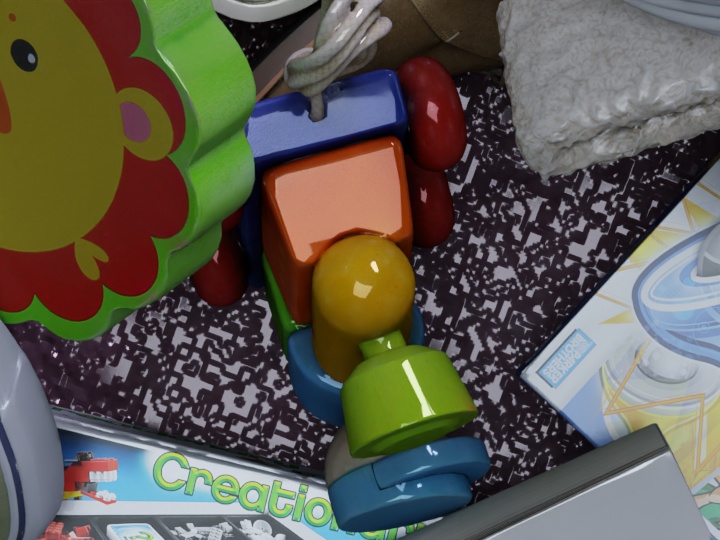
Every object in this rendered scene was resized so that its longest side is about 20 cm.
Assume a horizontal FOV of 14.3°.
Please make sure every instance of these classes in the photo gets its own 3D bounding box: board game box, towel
[{"bbox_3d":[-0.031,0.124,0.908,0.200,0.035,0.126,14,91,1],"label":"board game box"},{"bbox_3d":[0.165,0.005,0.903,0.135,0.034,0.200,42,90,1],"label":"board game box"},{"bbox_3d":[0.128,-0.107,0.791,0.200,0.034,0.133,-18,53,15],"label":"towel"}]

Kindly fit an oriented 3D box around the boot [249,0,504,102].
[{"bbox_3d":[0.038,-0.079,0.893,0.200,0.074,0.075,-35,99,-1],"label":"boot"}]

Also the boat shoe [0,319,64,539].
[{"bbox_3d":[-0.150,0.015,0.817,0.062,0.072,0.200,-50,131,-31],"label":"boat shoe"}]

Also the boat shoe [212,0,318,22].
[{"bbox_3d":[0.002,-0.159,0.876,0.072,0.068,0.200,34,77,-19],"label":"boat shoe"}]

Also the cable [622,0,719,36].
[{"bbox_3d":[0.122,-0.156,0.760,0.200,0.069,0.200,-45,49,-5],"label":"cable"}]

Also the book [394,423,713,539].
[{"bbox_3d":[0.028,0.149,0.867,0.200,0.048,0.134,-26,101,3],"label":"book"}]

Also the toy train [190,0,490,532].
[{"bbox_3d":[0.000,0.000,0.814,0.085,0.200,0.116,-16,73,-6],"label":"toy train"}]

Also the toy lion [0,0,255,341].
[{"bbox_3d":[-0.125,-0.065,0.817,0.200,0.069,0.192,-17,105,43],"label":"toy lion"}]
